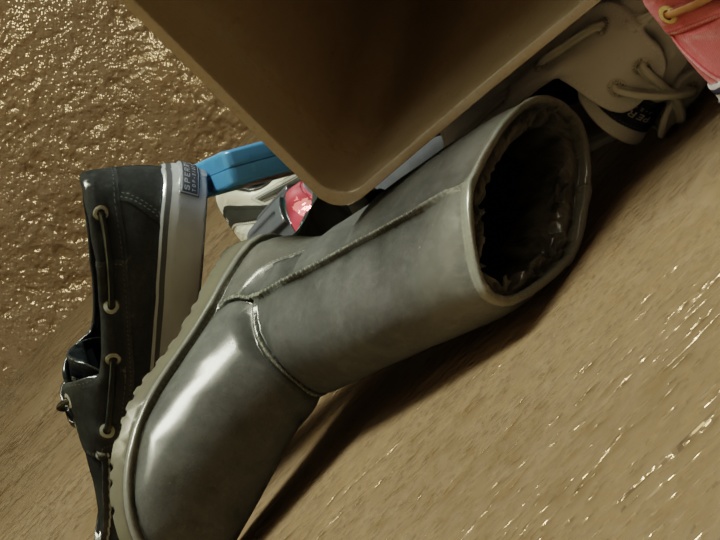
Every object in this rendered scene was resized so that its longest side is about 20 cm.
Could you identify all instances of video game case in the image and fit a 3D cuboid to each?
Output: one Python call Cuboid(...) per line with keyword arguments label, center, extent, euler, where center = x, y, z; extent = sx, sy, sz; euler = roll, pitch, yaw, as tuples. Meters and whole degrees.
Cuboid(label="video game case", center=(0.026, -0.067, 1.163), extent=(0.200, 0.018, 0.143), euler=(-15, 2, -11))

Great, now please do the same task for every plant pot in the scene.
Cuboid(label="plant pot", center=(0.007, -0.185, 1.026), extent=(0.200, 0.200, 0.177), euler=(-39, 15, 27))

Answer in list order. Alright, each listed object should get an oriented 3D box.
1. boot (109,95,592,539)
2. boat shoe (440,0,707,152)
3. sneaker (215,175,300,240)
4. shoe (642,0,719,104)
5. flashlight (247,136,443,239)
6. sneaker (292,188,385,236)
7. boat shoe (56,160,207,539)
Cuboid(label="boot", center=(-0.003, 0.031, 1.015), extent=(0.200, 0.073, 0.182), euler=(-14, 50, 47))
Cuboid(label="boat shoe", center=(0.104, -0.082, 1.009), extent=(0.200, 0.072, 0.066), euler=(-21, 55, 39))
Cuboid(label="sneaker", center=(-0.005, -0.082, 1.551), extent=(0.200, 0.088, 0.076), euler=(-43, 6, 12))
Cuboid(label="shoe", center=(0.161, -0.133, 0.842), extent=(0.200, 0.091, 0.071), euler=(-39, 10, 43))
Cuboid(label="flashlight", center=(0.028, -0.063, 1.336), extent=(0.200, 0.068, 0.068), euler=(-44, 4, 24))
Cuboid(label="sneaker", center=(0.000, 0.000, 1.199), extent=(0.079, 0.075, 0.200), euler=(-61, 2, 0))
Cuboid(label="boat shoe", center=(-0.107, 0.043, 1.158), extent=(0.069, 0.057, 0.200), euler=(-111, 27, -66))
